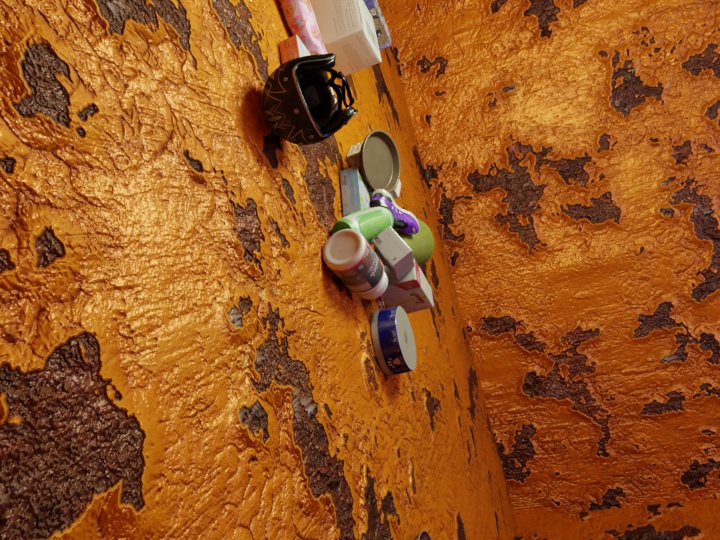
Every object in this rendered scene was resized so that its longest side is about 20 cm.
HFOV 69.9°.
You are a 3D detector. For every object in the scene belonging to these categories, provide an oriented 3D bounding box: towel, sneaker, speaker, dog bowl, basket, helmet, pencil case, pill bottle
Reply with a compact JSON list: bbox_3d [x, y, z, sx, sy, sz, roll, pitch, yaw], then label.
[{"bbox_3d":[0.031,0.001,1.513,0.144,0.023,0.200,-113,-171,-74],"label":"towel"},{"bbox_3d":[0.101,-0.154,1.597,0.200,0.070,0.100,37,47,-28],"label":"sneaker"},{"bbox_3d":[0.010,-0.122,1.428,0.200,0.088,0.089,-26,102,-51],"label":"speaker"},{"bbox_3d":[0.102,0.210,1.549,0.200,0.079,0.200,-15,90,-73],"label":"dog bowl"},{"bbox_3d":[0.046,-0.340,1.748,0.136,0.123,0.200,-75,145,-57],"label":"basket"},{"bbox_3d":[-0.122,-0.372,1.138,0.200,0.191,0.200,49,-19,24],"label":"helmet"},{"bbox_3d":[-0.160,-0.684,1.460,0.087,0.087,0.200,-75,147,-58],"label":"pencil case"},{"bbox_3d":[-0.006,-0.010,1.329,0.200,0.116,0.116,51,30,-53],"label":"pill bottle"}]

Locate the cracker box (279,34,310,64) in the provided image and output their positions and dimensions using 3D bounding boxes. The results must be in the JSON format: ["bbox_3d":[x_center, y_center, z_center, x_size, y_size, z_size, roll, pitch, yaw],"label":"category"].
[{"bbox_3d":[-0.145,-0.518,1.407,0.200,0.058,0.134,36,42,-65],"label":"cracker box"}]

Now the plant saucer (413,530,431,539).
[{"bbox_3d":[0.166,0.794,1.351,0.200,0.034,0.201,-14,90,-73],"label":"plant saucer"}]

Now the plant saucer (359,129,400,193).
[{"bbox_3d":[0.059,-0.337,1.612,0.200,0.029,0.200,1,89,-50],"label":"plant saucer"}]

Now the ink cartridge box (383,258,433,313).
[{"bbox_3d":[0.142,0.061,1.682,0.200,0.145,0.084,52,29,-51],"label":"ink cartridge box"}]

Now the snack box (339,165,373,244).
[{"bbox_3d":[0.007,-0.197,1.602,0.200,0.068,0.169,45,35,-55],"label":"snack box"}]

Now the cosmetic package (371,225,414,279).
[{"bbox_3d":[0.099,-0.048,1.501,0.102,0.074,0.200,50,-3,13],"label":"cosmetic package"}]

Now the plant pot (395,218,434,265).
[{"bbox_3d":[0.137,-0.076,1.728,0.200,0.187,0.187,-33,108,-68],"label":"plant pot"}]

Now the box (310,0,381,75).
[{"bbox_3d":[-0.051,-0.807,1.742,0.199,0.171,0.200,26,51,-68],"label":"box"}]

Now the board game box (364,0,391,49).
[{"bbox_3d":[0.020,-1.021,2.157,0.200,0.159,0.097,47,34,-56],"label":"board game box"}]
